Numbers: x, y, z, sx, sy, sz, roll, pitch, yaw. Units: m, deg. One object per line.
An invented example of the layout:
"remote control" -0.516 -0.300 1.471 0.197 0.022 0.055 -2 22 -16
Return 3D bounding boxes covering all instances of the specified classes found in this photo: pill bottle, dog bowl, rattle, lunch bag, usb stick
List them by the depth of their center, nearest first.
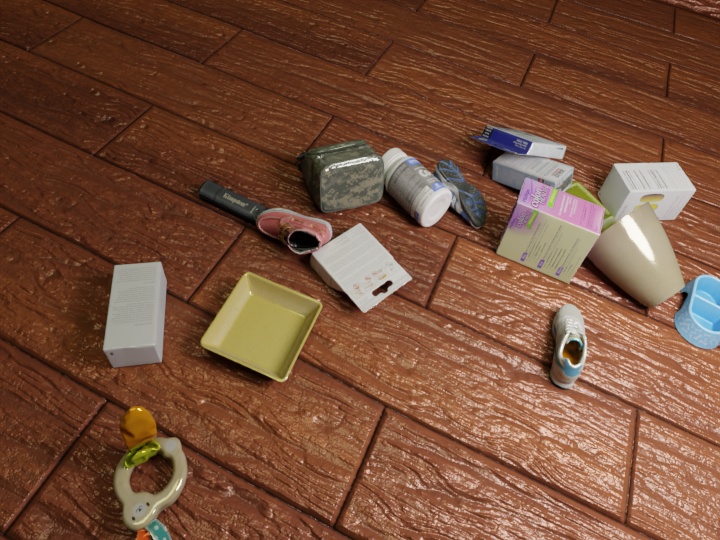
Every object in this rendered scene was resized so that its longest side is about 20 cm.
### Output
"rattle" -0.349 0.354 0.857 0.126 0.145 0.205 14 43 -19
"dog bowl" 0.824 0.092 1.253 0.109 0.050 0.201 29 56 15
"usb stick" -0.319 -0.171 1.321 0.195 0.033 0.056 26 53 12
"lunch bag" -0.053 -0.258 1.361 0.193 0.144 0.169 -16 39 -19
"pill bottle" 0.134 -0.220 1.362 0.112 0.116 0.201 -29 61 -26

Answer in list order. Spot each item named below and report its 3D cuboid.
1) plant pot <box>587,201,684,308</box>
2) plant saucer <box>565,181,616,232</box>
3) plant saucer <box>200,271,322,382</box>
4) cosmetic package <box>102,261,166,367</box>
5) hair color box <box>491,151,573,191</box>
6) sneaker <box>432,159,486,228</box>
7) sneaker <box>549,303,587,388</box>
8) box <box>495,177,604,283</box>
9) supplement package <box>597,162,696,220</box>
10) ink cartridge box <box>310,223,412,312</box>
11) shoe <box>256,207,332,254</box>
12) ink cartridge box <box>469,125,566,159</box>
"plant pot" 0.668 -0.022 1.253 0.183 0.189 0.204 -25 72 -24
"plant saucer" 0.576 -0.158 1.412 0.194 0.049 0.203 -22 59 -22
"plant saucer" -0.202 0.123 1.103 0.193 0.049 0.203 20 53 9
"cosmetic package" -0.459 0.087 1.083 0.097 0.072 0.205 -4 53 -10
"hair color box" 0.468 -0.265 1.437 0.098 0.062 0.197 -35 45 -27
"sneaker" 0.261 -0.196 1.391 0.074 0.077 0.204 -26 78 -29
"sneaker" 0.461 0.151 1.143 0.074 0.082 0.204 15 51 7
"box" 0.452 -0.094 1.266 0.194 0.179 0.098 23 52 12
"supplement package" 0.778 -0.214 1.438 0.191 0.116 0.113 -3 51 -8
"ink cartridge box" 0.000 0.000 1.225 0.158 0.051 0.201 -31 65 -27
"shoe" -0.167 -0.093 1.226 0.192 0.074 0.091 11 23 11
"ink cartridge box" 0.441 -0.364 1.478 0.194 0.042 0.199 -4 28 -31
